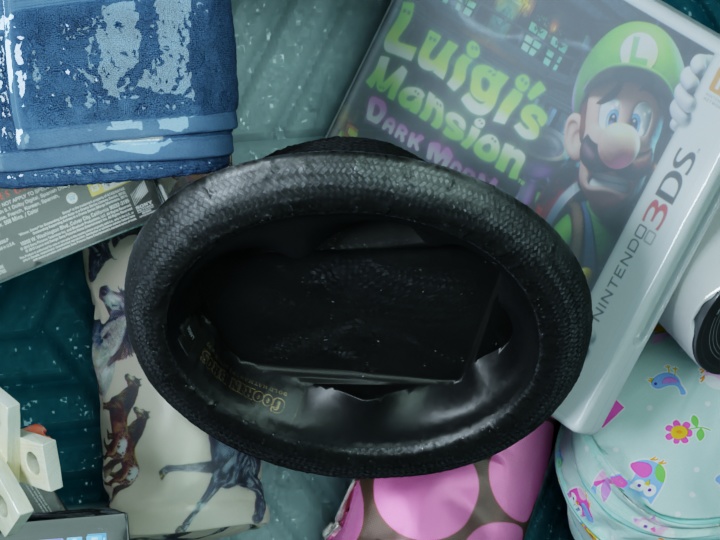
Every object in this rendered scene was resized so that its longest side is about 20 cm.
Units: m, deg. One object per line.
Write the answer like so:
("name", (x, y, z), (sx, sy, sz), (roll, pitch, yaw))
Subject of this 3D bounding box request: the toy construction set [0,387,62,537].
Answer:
("toy construction set", (-0.224, 0.069, 1.010), (0.200, 0.131, 0.092), (-1, 81, -36))

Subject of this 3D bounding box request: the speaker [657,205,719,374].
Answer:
("speaker", (0.129, -0.045, 1.169), (0.081, 0.081, 0.200), (-26, 51, -17))

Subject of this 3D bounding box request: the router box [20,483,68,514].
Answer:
("router box", (-0.203, 0.140, 1.125), (0.150, 0.062, 0.200), (-34, 98, -16))

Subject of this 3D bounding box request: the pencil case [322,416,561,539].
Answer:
("pencil case", (0.049, 0.069, 1.201), (0.094, 0.091, 0.200), (18, 79, 10))

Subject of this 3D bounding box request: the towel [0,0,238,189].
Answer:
("towel", (-0.111, -0.137, 1.052), (0.111, 0.049, 0.200), (-4, 96, -2))

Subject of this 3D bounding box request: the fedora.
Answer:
("fedora", (0.000, 0.000, 1.092), (0.200, 0.201, 0.092), (23, 37, -15))

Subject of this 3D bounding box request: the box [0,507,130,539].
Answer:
("box", (-0.195, 0.187, 1.066), (0.200, 0.050, 0.158), (-3, 89, -16))

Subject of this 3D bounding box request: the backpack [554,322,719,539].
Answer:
("backpack", (0.187, 0.076, 1.196), (0.200, 0.167, 0.127), (-27, 141, -11))

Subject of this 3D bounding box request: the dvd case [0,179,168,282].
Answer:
("dvd case", (-0.185, -0.090, 1.083), (0.146, 0.022, 0.200), (-23, 99, -11))

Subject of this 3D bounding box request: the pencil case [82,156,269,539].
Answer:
("pencil case", (-0.092, 0.033, 1.160), (0.078, 0.089, 0.200), (-6, 90, -46))

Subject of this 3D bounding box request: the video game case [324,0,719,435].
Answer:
("video game case", (0.073, -0.054, 1.139), (0.023, 0.200, 0.182), (9, 112, -52))
